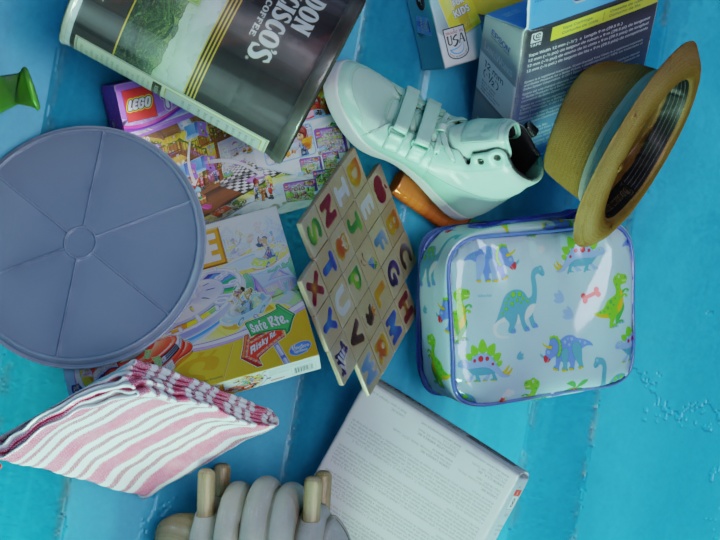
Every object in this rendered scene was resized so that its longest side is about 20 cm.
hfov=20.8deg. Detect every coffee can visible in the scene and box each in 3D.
[{"bbox_3d":[-0.115,-0.195,1.536,0.199,0.146,0.147,28,81,-3],"label":"coffee can"}]

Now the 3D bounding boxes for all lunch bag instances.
[{"bbox_3d":[0.147,0.030,1.726,0.198,0.082,0.163,-7,99,-25],"label":"lunch bag"}]

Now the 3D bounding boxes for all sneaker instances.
[{"bbox_3d":[0.068,-0.127,1.653,0.200,0.118,0.074,37,52,-28],"label":"sneaker"}]

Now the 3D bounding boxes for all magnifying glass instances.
[{"bbox_3d":[0.107,-0.028,1.757,0.199,0.022,0.080,33,80,-23],"label":"magnifying glass"}]

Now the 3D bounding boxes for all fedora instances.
[{"bbox_3d":[0.212,-0.119,1.662,0.081,0.201,0.201,30,77,18],"label":"fedora"}]

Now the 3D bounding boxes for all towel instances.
[{"bbox_3d":[-0.172,0.132,1.539,0.200,0.146,0.030,26,40,-54],"label":"towel"}]

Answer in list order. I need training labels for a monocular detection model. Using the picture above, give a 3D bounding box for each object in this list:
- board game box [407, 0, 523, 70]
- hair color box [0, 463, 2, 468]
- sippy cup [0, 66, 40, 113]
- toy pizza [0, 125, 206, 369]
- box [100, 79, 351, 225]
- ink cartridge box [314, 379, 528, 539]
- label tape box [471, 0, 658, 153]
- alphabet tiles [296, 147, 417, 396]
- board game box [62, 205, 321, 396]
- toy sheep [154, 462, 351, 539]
[{"bbox_3d":[0.105,-0.293,1.722,0.150,0.047,0.202,-19,102,-23],"label":"board game box"},{"bbox_3d":[-0.373,0.099,1.492,0.061,0.101,0.200,-48,112,-14],"label":"hair color box"},{"bbox_3d":[-0.337,-0.108,1.478,0.139,0.130,0.179,38,78,-22],"label":"sippy cup"},{"bbox_3d":[-0.220,-0.018,1.554,0.198,0.032,0.202,-1,73,2],"label":"toy pizza"},{"bbox_3d":[-0.106,-0.109,1.638,0.198,0.039,0.138,-15,101,-24],"label":"box"},{"bbox_3d":[0.029,0.219,1.682,0.161,0.050,0.201,31,97,17],"label":"ink cartridge box"},{"bbox_3d":[0.178,-0.200,1.695,0.142,0.066,0.201,-21,141,-22],"label":"label tape box"},{"bbox_3d":[0.000,0.000,1.640,0.168,0.006,0.200,68,29,-23],"label":"alphabet tiles"},{"bbox_3d":[-0.144,0.039,1.566,0.198,0.034,0.136,-16,68,-5],"label":"board game box"},{"bbox_3d":[-0.075,0.231,1.622,0.198,0.138,0.139,3,93,13],"label":"toy sheep"}]
